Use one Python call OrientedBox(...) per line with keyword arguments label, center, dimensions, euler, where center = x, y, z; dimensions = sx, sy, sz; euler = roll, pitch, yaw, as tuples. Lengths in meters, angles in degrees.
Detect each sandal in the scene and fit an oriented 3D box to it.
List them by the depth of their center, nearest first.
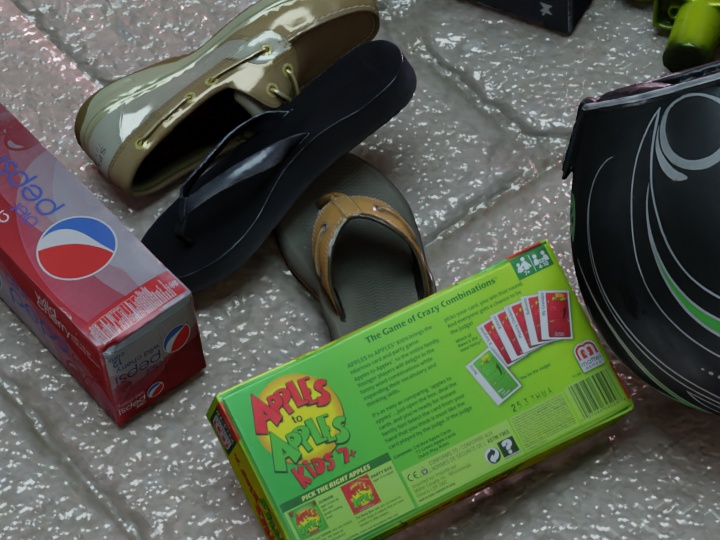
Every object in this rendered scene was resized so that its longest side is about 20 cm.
OrientedBox(label="sandal", center=(0.000, 0.000, 1.338), dimensions=(0.081, 0.055, 0.201), euler=(-11, 51, -5))
OrientedBox(label="sandal", center=(-0.057, -0.065, 1.368), dimensions=(0.200, 0.043, 0.076), euler=(-44, 37, -6))

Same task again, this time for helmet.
OrientedBox(label="helmet", center=(0.211, -0.015, 1.250), dimensions=(0.199, 0.200, 0.192), euler=(-14, 95, 1))

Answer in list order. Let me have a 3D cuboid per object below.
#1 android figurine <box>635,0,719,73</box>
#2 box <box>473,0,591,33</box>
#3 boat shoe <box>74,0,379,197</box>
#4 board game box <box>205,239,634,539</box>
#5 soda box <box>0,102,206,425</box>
OrientedBox(label="android figurine", center=(0.254, -0.192, 1.489), dimensions=(0.181, 0.041, 0.201), euler=(11, 53, 13))
OrientedBox(label="box", center=(0.109, -0.268, 1.521), dimensions=(0.147, 0.105, 0.201), euler=(20, 54, 18))
OrientedBox(label="boat shoe", center=(-0.069, -0.104, 1.423), dimensions=(0.199, 0.074, 0.067), euler=(-30, 57, -7))
OrientedBox(label="board game box", center=(0.031, 0.074, 1.255), dimensions=(0.199, 0.048, 0.102), euler=(-25, 79, -16))
OrientedBox(label="soda box", center=(-0.171, -0.008, 1.345), dimensions=(0.063, 0.070, 0.200), euler=(-33, 55, -21))
